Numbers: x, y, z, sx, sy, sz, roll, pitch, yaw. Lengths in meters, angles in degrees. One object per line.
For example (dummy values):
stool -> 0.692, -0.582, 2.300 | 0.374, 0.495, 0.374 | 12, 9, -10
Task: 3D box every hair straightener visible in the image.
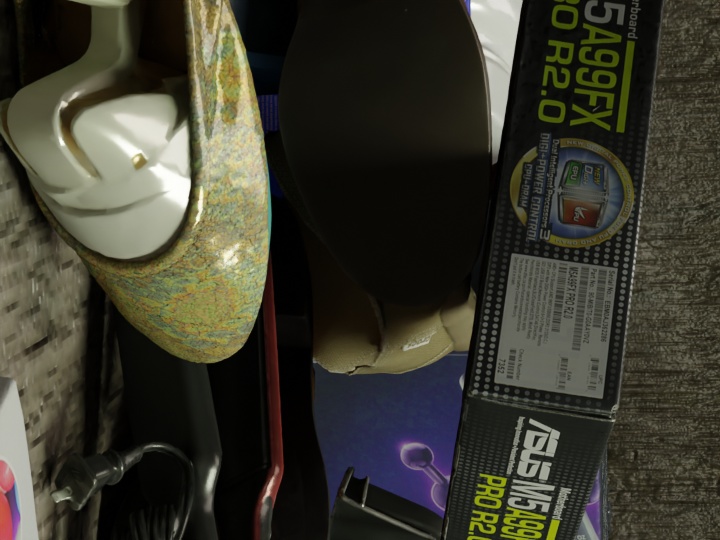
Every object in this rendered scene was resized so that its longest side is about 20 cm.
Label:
hair straightener -> -0.060, 0.076, 0.622 | 0.077, 0.041, 0.200 | 16, 63, -37

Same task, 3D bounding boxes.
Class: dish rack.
dish rack -> -0.013, 0.190, 0.841 | 0.200, 0.054, 0.154 | -69, 173, -58

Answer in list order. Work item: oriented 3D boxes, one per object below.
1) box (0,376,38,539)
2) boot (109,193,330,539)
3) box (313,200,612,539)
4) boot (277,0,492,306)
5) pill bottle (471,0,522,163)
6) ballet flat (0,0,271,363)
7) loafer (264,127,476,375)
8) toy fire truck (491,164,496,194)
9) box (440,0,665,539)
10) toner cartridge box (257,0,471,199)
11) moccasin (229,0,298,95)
box -> -0.087, 0.145, 0.414 | 0.156, 0.041, 0.200 | -77, 166, -62
boot -> -0.046, 0.096, 0.757 | 0.200, 0.068, 0.189 | 92, -6, -62
box -> 0.041, 0.074, 1.024 | 0.104, 0.148, 0.200 | -78, 164, -58
boot -> 0.026, -0.096, 0.728 | 0.200, 0.064, 0.187 | -34, 116, -72
pill bottle -> 0.028, -0.152, 1.053 | 0.114, 0.114, 0.200 | 72, 19, -67
ballet flat -> -0.065, -0.064, 0.551 | 0.071, 0.071, 0.200 | -71, 160, -70
loafer -> 0.000, 0.000, 0.801 | 0.076, 0.067, 0.200 | 58, 2, 25
toy fire truck -> 0.031, -0.012, 1.160 | 0.200, 0.112, 0.168 | -81, -173, -48
box -> 0.063, -0.015, 0.713 | 0.160, 0.044, 0.200 | 92, 7, -63
toner cartridge box -> -0.003, -0.125, 0.884 | 0.043, 0.095, 0.201 | -5, 96, -83
moccasin -> -0.029, -0.095, 0.743 | 0.200, 0.080, 0.068 | -14, 99, -84
